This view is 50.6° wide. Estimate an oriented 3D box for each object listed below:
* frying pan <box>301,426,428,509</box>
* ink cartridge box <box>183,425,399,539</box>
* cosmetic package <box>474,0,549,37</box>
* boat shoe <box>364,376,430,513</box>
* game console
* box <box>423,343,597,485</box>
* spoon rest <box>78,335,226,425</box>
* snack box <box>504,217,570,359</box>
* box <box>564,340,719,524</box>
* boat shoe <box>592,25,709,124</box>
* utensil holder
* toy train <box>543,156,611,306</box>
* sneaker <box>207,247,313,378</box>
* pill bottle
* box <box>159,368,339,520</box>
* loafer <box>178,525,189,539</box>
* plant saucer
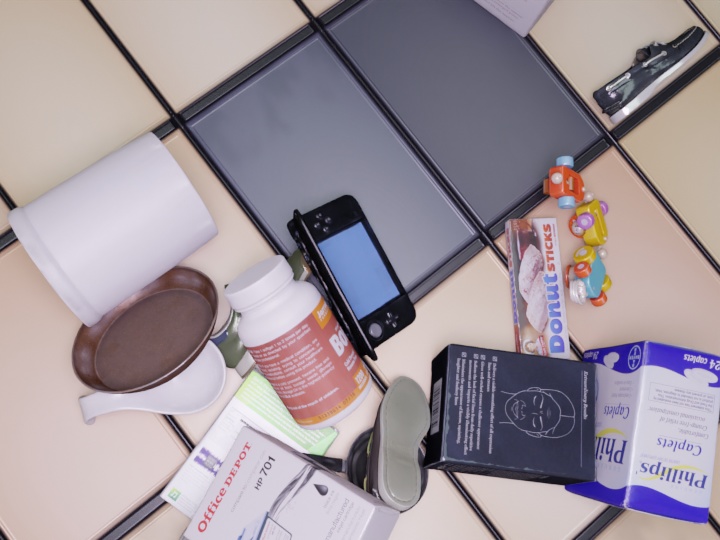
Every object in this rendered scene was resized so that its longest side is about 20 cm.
[{"bbox_3d":[0.000,0.268,0.982,0.189,0.031,0.115,-12,71,-22],"label":"frying pan"},{"bbox_3d":[-0.079,0.291,0.868,0.199,0.086,0.147,23,79,29],"label":"ink cartridge box"},{"bbox_3d":[0.239,-0.476,1.068,0.165,0.200,0.165,37,78,1],"label":"cosmetic package"},{"bbox_3d":[0.042,0.221,0.964,0.071,0.061,0.202,28,38,-11],"label":"boat shoe"},{"bbox_3d":[0.000,0.000,0.965,0.176,0.116,0.201,-29,92,-38],"label":"game console"},{"bbox_3d":[0.193,0.189,0.988,0.199,0.107,0.149,9,70,-4],"label":"box"},{"bbox_3d":[-0.266,0.149,0.966,0.199,0.061,0.100,-20,84,2],"label":"spoon rest"},{"bbox_3d":[0.249,0.026,1.073,0.071,0.024,0.201,-2,80,-8],"label":"snack box"},{"bbox_3d":[0.356,0.202,0.973,0.104,0.184,0.201,12,79,-5],"label":"box"},{"bbox_3d":[0.428,-0.303,1.122,0.200,0.076,0.060,-43,93,-11],"label":"boat shoe"},{"bbox_3d":[-0.304,-0.054,0.960,0.200,0.170,0.170,-35,85,-13],"label":"utensil holder"},{"bbox_3d":[0.290,-0.047,1.050,0.150,0.055,0.201,8,77,-47],"label":"toy train"},{"bbox_3d":[-0.137,0.036,1.009,0.090,0.067,0.201,32,82,-5],"label":"sneaker"},{"bbox_3d":[-0.078,0.086,0.933,0.112,0.112,0.201,-34,108,-10],"label":"pill bottle"},{"bbox_3d":[-0.141,0.250,0.991,0.144,0.036,0.200,37,80,1],"label":"box"},{"bbox_3d":[-0.202,0.409,0.928,0.069,0.070,0.201,10,92,24],"label":"loafer"},{"bbox_3d":[-0.265,0.079,0.959,0.199,0.035,0.201,-13,43,12],"label":"plant saucer"}]
